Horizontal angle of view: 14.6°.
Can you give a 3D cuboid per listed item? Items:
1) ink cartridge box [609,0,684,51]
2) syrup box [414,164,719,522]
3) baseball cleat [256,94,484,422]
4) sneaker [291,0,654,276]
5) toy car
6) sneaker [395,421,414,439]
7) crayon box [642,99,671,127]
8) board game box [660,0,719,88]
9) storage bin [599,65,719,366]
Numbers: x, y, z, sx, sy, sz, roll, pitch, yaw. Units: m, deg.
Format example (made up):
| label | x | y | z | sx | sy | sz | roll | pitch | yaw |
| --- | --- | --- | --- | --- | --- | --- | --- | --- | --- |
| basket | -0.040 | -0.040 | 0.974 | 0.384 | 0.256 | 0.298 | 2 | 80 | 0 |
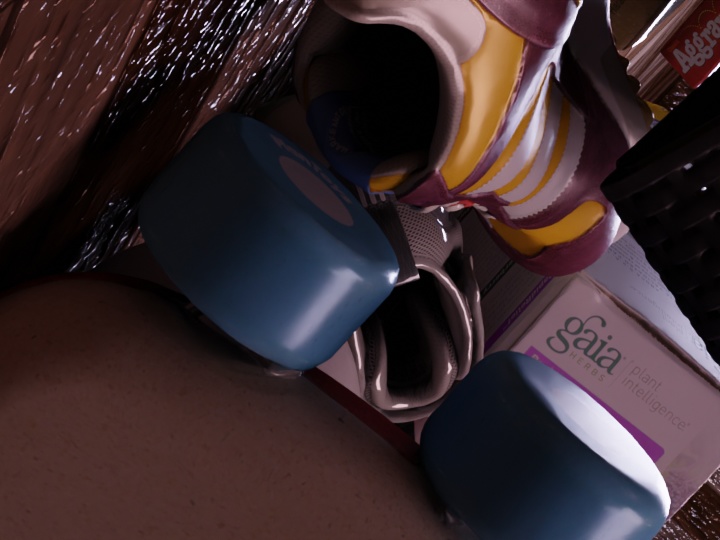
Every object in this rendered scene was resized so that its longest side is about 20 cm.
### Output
| label | x | y | z | sx | sy | sz | roll | pitch | yaw |
| --- | --- | --- | --- | --- | --- | --- | --- | --- | --- |
| ink cartridge box | 0.134 | -0.174 | 0.768 | 0.200 | 0.075 | 0.165 | -43 | 173 | -29 |
| syrup box | 0.070 | 0.009 | 0.937 | 0.081 | 0.079 | 0.200 | -47 | -165 | 20 |
| baseball cleat | 0.000 | 0.000 | 0.878 | 0.069 | 0.107 | 0.200 | -16 | 170 | 2 |
| sneaker | 0.023 | -0.046 | 0.733 | 0.090 | 0.075 | 0.200 | -42 | 152 | -17 |
| toy car | -0.033 | 0.057 | 0.766 | 0.185 | 0.177 | 0.200 | -48 | -172 | 13 |
| sneaker | 0.004 | 0.078 | 1.017 | 0.198 | 0.071 | 0.083 | -13 | -169 | -19 |
| crayon box | 0.070 | -0.020 | 1.192 | 0.126 | 0.052 | 0.200 | -46 | -157 | -6 |
| board game box | 0.180 | -0.137 | 0.876 | 0.200 | 0.019 | 0.103 | -40 | 175 | -30 |
| storage bin | 0.169 | -0.046 | 0.750 | 0.135 | 0.094 | 0.200 | -31 | -174 | 37 |
